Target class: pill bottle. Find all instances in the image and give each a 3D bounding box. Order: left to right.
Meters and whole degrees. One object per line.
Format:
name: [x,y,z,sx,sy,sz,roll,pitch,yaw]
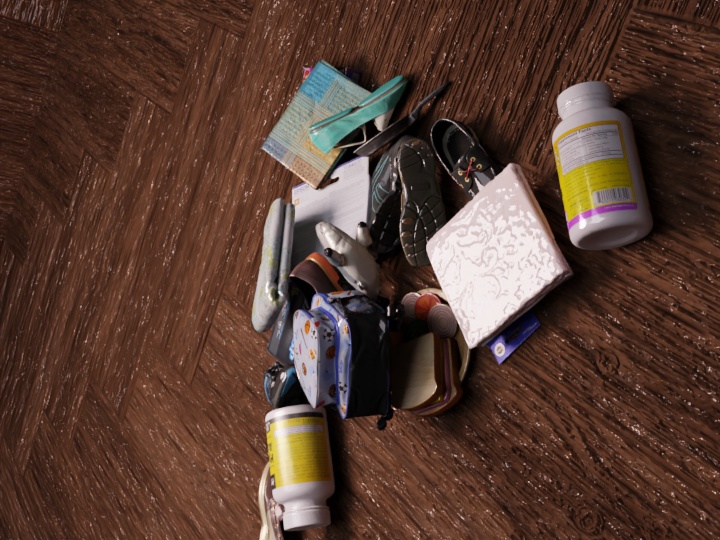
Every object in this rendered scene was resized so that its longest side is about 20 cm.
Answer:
pill bottle: [-0.102,0.343,1.509,0.111,0.111,0.202,-30,61,43]
pill bottle: [0.305,-0.136,1.113,0.104,0.104,0.202,-25,64,45]

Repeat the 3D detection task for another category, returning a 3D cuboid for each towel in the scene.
towel: [-0.155,-0.007,1.540,0.171,0.048,0.202,120,155,-66]
towel: [-0.074,-0.267,1.582,0.146,0.022,0.201,38,98,18]
towel: [0.191,-0.019,1.232,0.200,0.032,0.192,-44,55,35]

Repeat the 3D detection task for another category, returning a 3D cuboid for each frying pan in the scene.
frying pan: [0.069,-0.248,1.467,0.189,0.031,0.115,-34,6,-3]

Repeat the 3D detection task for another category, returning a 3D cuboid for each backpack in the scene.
backpack: [-0.027,0.122,1.345,0.191,0.152,0.202,-128,42,-70]

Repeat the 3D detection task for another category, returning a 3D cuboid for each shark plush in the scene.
shark plush: [0.000,0.000,1.440,0.091,0.200,0.083,-51,22,-24]

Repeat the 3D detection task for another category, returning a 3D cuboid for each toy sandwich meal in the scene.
toy sandwich meal: [0.091,0.126,1.347,0.204,0.070,0.207,-13,73,49]

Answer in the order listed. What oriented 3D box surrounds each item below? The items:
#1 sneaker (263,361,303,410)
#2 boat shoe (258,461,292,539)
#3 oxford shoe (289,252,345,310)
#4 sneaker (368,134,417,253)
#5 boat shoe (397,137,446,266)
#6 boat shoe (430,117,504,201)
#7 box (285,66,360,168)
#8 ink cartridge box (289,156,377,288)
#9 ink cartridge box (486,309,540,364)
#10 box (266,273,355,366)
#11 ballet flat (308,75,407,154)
sneaker: [-0.145,0.202,1.548,0.082,0.073,0.200,54,157,14]
boat shoe: [-0.142,0.448,1.584,0.071,0.072,0.202,-9,62,18]
oxford shoe: [-0.046,0.069,1.468,0.200,0.072,0.071,51,142,3]
sneaker: [0.053,-0.127,1.456,0.079,0.075,0.202,16,87,61]
boat shoe: [0.100,-0.108,1.388,0.075,0.074,0.202,-1,91,6]
boat shoe: [0.168,-0.153,1.317,0.074,0.063,0.202,-48,51,27]
box: [-0.073,-0.283,1.651,0.136,0.039,0.202,14,94,51]
ink cartridge box: [-0.049,-0.087,1.551,0.198,0.040,0.202,-19,56,37]
ink cartridge box: [0.183,0.030,1.285,0.095,0.037,0.201,-50,50,31]
box: [-0.092,0.088,1.596,0.159,0.046,0.202,30,106,49]
ballet flat: [0.006,-0.265,1.519,0.199,0.071,0.067,-28,19,12]
